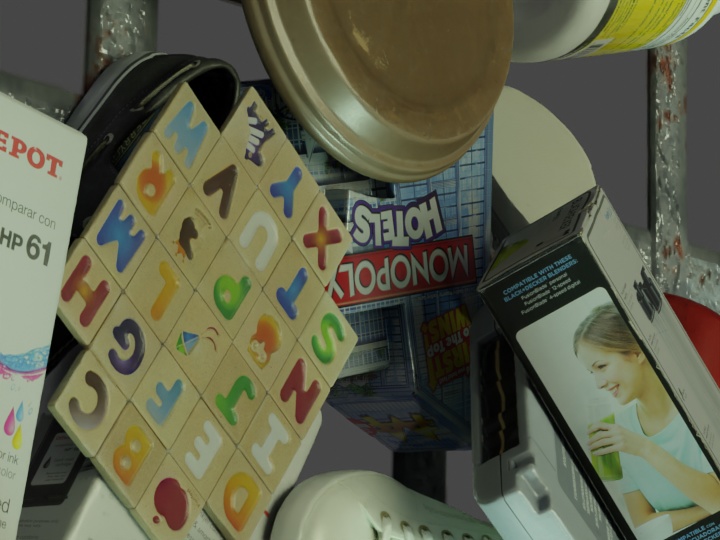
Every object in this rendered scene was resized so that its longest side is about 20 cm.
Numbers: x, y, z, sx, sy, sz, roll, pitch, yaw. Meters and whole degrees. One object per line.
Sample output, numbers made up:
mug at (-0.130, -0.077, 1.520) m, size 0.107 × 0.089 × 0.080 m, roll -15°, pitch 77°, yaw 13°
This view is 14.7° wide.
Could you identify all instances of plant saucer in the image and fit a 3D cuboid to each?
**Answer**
plant saucer at (0.013, -0.143, 1.369) m, size 0.200 × 0.029 × 0.200 m, roll 18°, pitch 66°, yaw -46°

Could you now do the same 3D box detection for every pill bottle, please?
pill bottle at (0.138, -0.178, 1.558) m, size 0.200 × 0.112 × 0.112 m, roll -12°, pitch 97°, yaw -53°

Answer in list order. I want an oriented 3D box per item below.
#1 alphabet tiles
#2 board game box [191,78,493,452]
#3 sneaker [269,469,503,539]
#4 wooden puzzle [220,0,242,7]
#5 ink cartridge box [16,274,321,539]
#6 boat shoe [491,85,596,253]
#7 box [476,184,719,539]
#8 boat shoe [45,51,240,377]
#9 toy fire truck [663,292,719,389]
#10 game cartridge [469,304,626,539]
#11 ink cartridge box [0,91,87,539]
alphabet tiles at (-0.066, 0.021, 1.242) m, size 0.166 × 0.006 × 0.200 m, roll 57°, pitch 45°, yaw -33°
board game box at (0.000, 0.000, 1.399) m, size 0.200 × 0.062 × 0.200 m, roll -11°, pitch 94°, yaw -53°
sneaker at (0.040, 0.138, 1.327) m, size 0.200 × 0.085 × 0.073 m, roll 19°, pitch 77°, yaw -51°
wooden puzzle at (-0.077, -0.233, 1.332) m, size 0.185 × 0.046 × 0.200 m, roll 11°, pitch 78°, yaw -52°
ink cartridge box at (-0.103, 0.112, 1.246) m, size 0.116 × 0.067 × 0.200 m, roll 53°, pitch 48°, yaw -36°
boat shoe at (0.101, -0.008, 1.502) m, size 0.072 × 0.069 × 0.200 m, roll -12°, pitch 60°, yaw -37°
box at (0.137, 0.066, 1.373) m, size 0.200 × 0.060 × 0.117 m, roll 59°, pitch 15°, yaw -8°
boat shoe at (-0.110, -0.025, 1.250) m, size 0.070 × 0.066 × 0.200 m, roll 59°, pitch 44°, yaw -30°
toy fire truck at (0.202, 0.095, 1.543) m, size 0.176 × 0.200 × 0.129 m, roll 46°, pitch 51°, yaw -40°
game cartridge at (0.101, 0.107, 1.360) m, size 0.133 × 0.040 × 0.200 m, roll 51°, pitch 17°, yaw -20°
ink cartridge box at (-0.200, 0.015, 1.113) m, size 0.145 × 0.085 × 0.200 m, roll 27°, pitch 64°, yaw -48°
